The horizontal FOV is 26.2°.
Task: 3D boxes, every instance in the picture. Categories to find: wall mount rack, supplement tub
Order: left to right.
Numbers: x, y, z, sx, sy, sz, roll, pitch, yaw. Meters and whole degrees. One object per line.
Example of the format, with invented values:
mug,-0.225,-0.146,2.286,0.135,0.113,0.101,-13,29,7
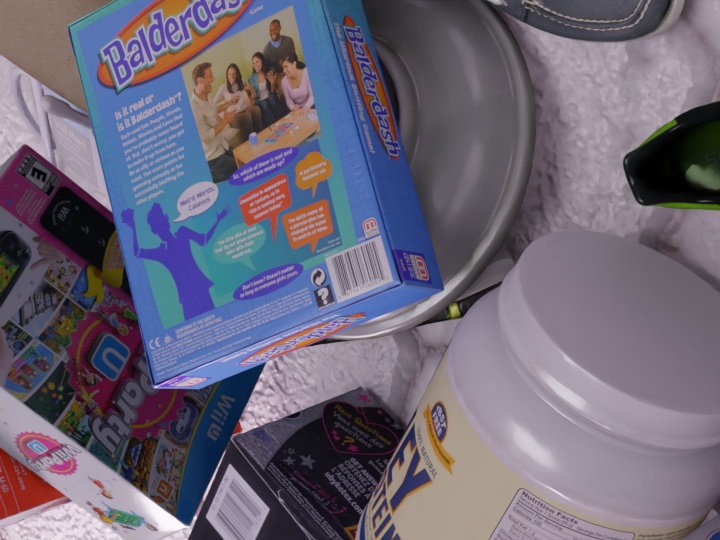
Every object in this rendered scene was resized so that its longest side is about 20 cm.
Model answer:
wall mount rack,-0.194,-0.083,0.991,0.200,0.074,0.174,35,146,31
supplement tub,0.092,0.096,0.746,0.145,0.145,0.200,43,129,26

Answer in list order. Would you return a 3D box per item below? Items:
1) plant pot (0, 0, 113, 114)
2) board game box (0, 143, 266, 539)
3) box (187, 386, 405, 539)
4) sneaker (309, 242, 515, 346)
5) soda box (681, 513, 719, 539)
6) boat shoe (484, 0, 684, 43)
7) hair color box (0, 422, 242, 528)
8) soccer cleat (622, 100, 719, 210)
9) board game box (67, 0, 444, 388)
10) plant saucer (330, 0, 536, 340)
plant pot,-0.163,-0.185,0.896,0.200,0.187,0.187,51,134,-1
board game box,-0.164,0.045,0.916,0.200,0.148,0.064,41,138,-20
box,-0.029,0.190,0.916,0.132,0.115,0.200,44,128,26
sneaker,0.000,0.000,0.865,0.199,0.075,0.077,-14,86,35
soda box,0.148,0.164,0.674,0.064,0.200,0.068,32,124,32
boat shoe,0.063,-0.157,0.750,0.200,0.062,0.073,31,124,33
hair color box,-0.187,0.116,0.983,0.111,0.200,0.064,-28,82,45
soccer cleat,0.200,-0.059,0.636,0.200,0.081,0.068,-17,91,45
board game box,-0.057,-0.059,0.769,0.152,0.045,0.201,-22,75,27
plant saucer,-0.006,-0.066,0.803,0.199,0.050,0.201,-8,76,34
